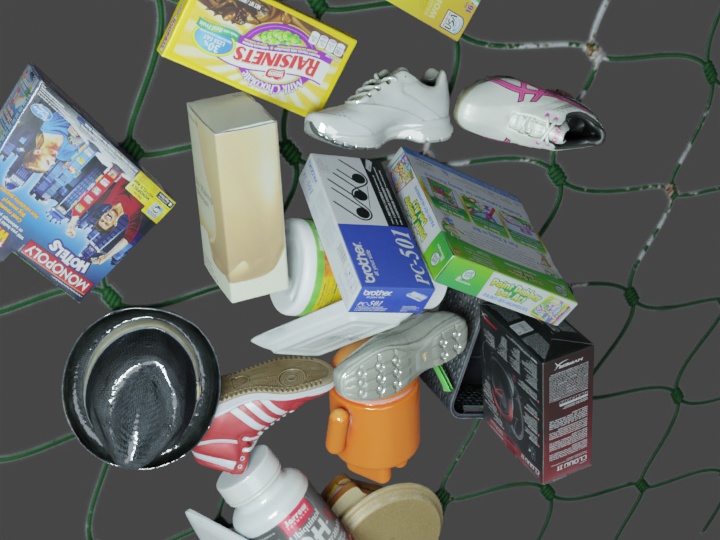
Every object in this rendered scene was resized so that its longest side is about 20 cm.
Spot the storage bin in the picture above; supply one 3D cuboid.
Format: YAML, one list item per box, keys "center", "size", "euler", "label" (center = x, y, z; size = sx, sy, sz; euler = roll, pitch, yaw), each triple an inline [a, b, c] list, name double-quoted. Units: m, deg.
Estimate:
- center: [0.174, 0.083, 1.555]
  size: [0.134, 0.094, 0.202]
  euler: [4, 115, -30]
  label: "storage bin"

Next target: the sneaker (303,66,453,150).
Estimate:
- center: [0.019, -0.183, 1.345]
  size: [0.199, 0.074, 0.088]
  euler: [-13, 113, -37]
  label: "sneaker"

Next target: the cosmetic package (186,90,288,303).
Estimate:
- center: [-0.132, -0.080, 1.297]
  size: [0.070, 0.105, 0.202]
  euler: [-14, 120, -20]
  label: "cosmetic package"

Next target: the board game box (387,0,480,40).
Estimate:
- center: [0.062, -0.358, 1.285]
  size: [0.199, 0.040, 0.154]
  euler: [21, 105, -35]
  label: "board game box"

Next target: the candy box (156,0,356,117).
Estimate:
- center: [-0.107, -0.238, 1.271]
  size: [0.199, 0.026, 0.103]
  euler: [18, 110, -34]
  label: "candy box"

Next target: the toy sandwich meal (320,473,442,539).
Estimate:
- center: [0.018, 0.356, 1.642]
  size: [0.203, 0.070, 0.207]
  euler: [-15, 124, -23]
  label: "toy sandwich meal"

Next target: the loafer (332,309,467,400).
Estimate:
- center: [0.041, 0.097, 1.414]
  size: [0.199, 0.070, 0.071]
  euler: [-20, 119, -38]
  label: "loafer"

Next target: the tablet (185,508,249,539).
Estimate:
- center: [-0.132, 0.371, 1.491]
  size: [0.014, 0.199, 0.131]
  euler: [-45, 131, -28]
  label: "tablet"

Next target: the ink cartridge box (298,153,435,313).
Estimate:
- center: [0.005, -0.043, 1.328]
  size: [0.093, 0.201, 0.044]
  euler: [2, 138, -29]
  label: "ink cartridge box"

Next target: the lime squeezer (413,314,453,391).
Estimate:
- center: [0.080, 0.049, 1.504]
  size: [0.037, 0.070, 0.202]
  euler: [-2, 93, -39]
  label: "lime squeezer"

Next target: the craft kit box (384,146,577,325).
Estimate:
- center: [0.139, -0.040, 1.403]
  size: [0.199, 0.198, 0.049]
  euler: [20, 120, -34]
  label: "craft kit box"

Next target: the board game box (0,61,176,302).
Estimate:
- center: [-0.329, -0.069, 1.224]
  size: [0.200, 0.062, 0.200]
  euler: [-44, 127, 1]
  label: "board game box"

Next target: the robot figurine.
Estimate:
- center: [0.017, 0.168, 1.502]
  size: [0.142, 0.117, 0.202]
  euler: [-9, 118, -12]
  label: "robot figurine"

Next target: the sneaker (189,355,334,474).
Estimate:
- center: [-0.119, 0.178, 1.454]
  size: [0.198, 0.071, 0.113]
  euler: [-13, 121, -3]
  label: "sneaker"

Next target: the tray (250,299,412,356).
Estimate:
- center: [-0.031, 0.070, 1.391]
  size: [0.107, 0.199, 0.022]
  euler: [6, 70, -38]
  label: "tray"

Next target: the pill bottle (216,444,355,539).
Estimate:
- center: [-0.090, 0.319, 1.502]
  size: [0.110, 0.111, 0.201]
  euler: [-37, 106, -4]
  label: "pill bottle"

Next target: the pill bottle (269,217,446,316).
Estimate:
- center: [0.000, 0.000, 1.404]
  size: [0.198, 0.111, 0.112]
  euler: [3, 115, -29]
  label: "pill bottle"

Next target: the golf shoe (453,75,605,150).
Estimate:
- center: [0.203, -0.183, 1.420]
  size: [0.198, 0.092, 0.073]
  euler: [0, 116, -31]
  label: "golf shoe"

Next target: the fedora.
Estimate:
- center: [-0.246, 0.146, 1.335]
  size: [0.198, 0.092, 0.203]
  euler: [-2, 108, -6]
  label: "fedora"

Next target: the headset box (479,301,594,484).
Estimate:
- center: [0.213, 0.148, 1.460]
  size: [0.074, 0.149, 0.202]
  euler: [-17, 122, -19]
  label: "headset box"
